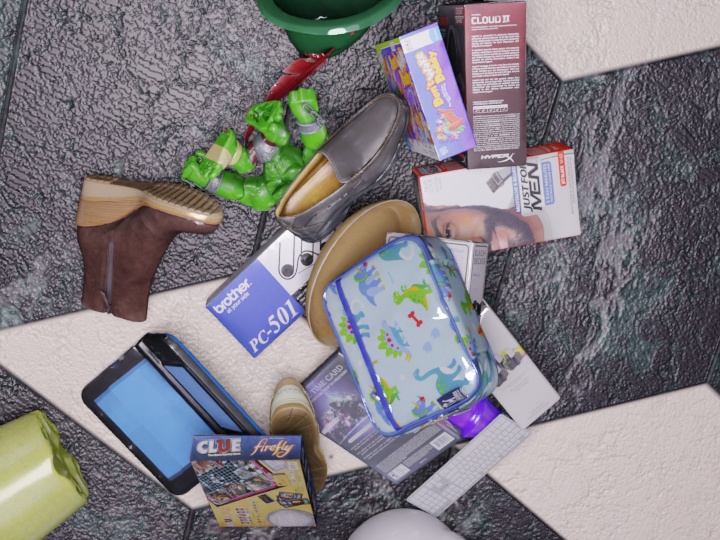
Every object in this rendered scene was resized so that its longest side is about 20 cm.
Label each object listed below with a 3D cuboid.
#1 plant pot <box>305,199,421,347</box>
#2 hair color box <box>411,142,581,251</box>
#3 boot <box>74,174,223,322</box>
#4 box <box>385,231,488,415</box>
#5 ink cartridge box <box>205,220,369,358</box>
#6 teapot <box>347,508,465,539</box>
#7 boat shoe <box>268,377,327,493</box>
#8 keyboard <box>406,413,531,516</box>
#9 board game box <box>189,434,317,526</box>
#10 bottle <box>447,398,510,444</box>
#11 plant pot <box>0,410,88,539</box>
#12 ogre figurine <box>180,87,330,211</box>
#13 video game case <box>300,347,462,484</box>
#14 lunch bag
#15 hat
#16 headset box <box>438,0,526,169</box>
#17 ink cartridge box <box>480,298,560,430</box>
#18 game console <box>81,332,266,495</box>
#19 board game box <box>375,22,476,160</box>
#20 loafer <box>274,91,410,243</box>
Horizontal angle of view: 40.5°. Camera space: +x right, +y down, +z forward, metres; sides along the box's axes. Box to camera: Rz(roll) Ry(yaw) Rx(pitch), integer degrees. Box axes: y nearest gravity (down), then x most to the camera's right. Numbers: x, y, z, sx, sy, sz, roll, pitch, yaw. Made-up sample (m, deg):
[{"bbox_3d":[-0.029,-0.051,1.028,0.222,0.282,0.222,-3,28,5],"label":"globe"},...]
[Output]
[{"bbox_3d":[0.000,0.000,1.194,0.027,0.199,0.202,32,101,31],"label":"plant pot"},{"bbox_3d":[0.171,-0.087,1.231,0.196,0.064,0.113,-11,106,-3],"label":"hair color box"},{"bbox_3d":[-0.253,-0.019,1.173,0.197,0.072,0.169,12,111,19],"label":"boot"},{"bbox_3d":[0.083,0.060,1.160,0.115,0.060,0.204,6,93,27],"label":"box"},{"bbox_3d":[-0.093,0.007,1.232,0.200,0.044,0.094,-43,103,5],"label":"ink cartridge box"},{"bbox_3d":[0.058,0.432,1.306,0.193,0.146,0.204,4,105,-7],"label":"teapot"},{"bbox_3d":[-0.081,0.219,1.261,0.073,0.067,0.202,-3,134,-5],"label":"boat shoe"},{"bbox_3d":[0.143,0.263,1.304,0.056,0.011,0.200,28,120,-24],"label":"keyboard"},{"bbox_3d":[-0.129,0.267,1.225,0.133,0.035,0.201,-1,143,3],"label":"board game box"},{"bbox_3d":[0.107,0.166,1.285,0.198,0.065,0.084,31,103,-13],"label":"bottle"},{"bbox_3d":[-0.444,0.274,1.196,0.183,0.200,0.203,-31,106,-10],"label":"plant pot"},{"bbox_3d":[-0.104,-0.133,1.154,0.200,0.099,0.119,-43,132,15],"label":"ogre figurine"},{"bbox_3d":[0.013,0.193,1.269,0.199,0.019,0.143,36,130,-13],"label":"video game case"},{"bbox_3d":[0.053,0.076,1.098,0.159,0.082,0.203,-28,77,28],"label":"lunch bag"},{"bbox_3d":[-0.038,-0.262,1.166,0.196,0.167,0.178,7,138,13],"label":"hat"},{"bbox_3d":[0.141,-0.231,1.146,0.076,0.149,0.204,-5,106,-6],"label":"headset box"},{"bbox_3d":[0.160,0.092,1.247,0.068,0.115,0.201,-38,105,4],"label":"ink cartridge box"},{"bbox_3d":[-0.233,0.189,1.229,0.119,0.170,0.201,-47,107,-21],"label":"game console"},{"bbox_3d":[0.070,-0.203,1.113,0.044,0.200,0.137,-20,102,-3],"label":"board game box"},{"bbox_3d":[-0.020,-0.117,1.093,0.073,0.072,0.201,41,100,25],"label":"loafer"}]
